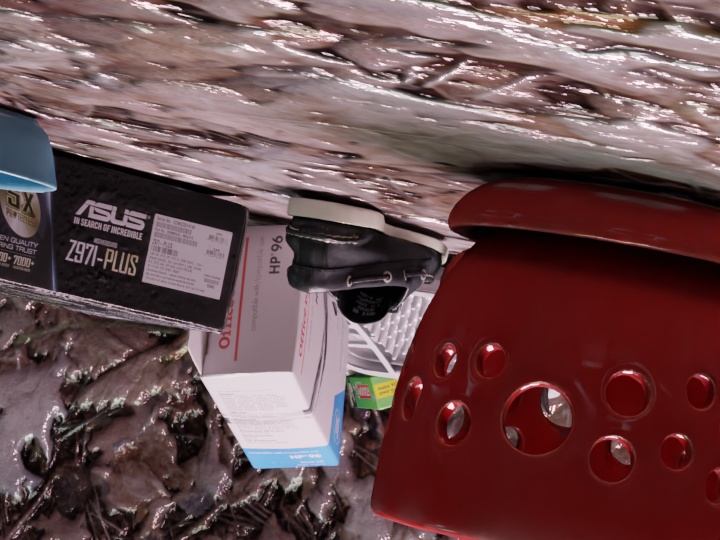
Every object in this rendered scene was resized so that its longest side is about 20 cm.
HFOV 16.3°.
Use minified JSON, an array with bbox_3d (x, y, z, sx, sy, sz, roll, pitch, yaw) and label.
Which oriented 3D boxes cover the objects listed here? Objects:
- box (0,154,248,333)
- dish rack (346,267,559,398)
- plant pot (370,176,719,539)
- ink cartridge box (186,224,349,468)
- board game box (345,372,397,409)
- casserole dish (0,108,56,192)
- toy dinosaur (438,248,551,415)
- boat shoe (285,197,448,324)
[{"bbox_3d":[-0.201,-0.024,1.617,0.200,0.086,0.164,14,174,-34],"label":"box"},{"bbox_3d":[0.044,0.033,1.852,0.200,0.044,0.172,8,156,29],"label":"dish rack"},{"bbox_3d":[0.117,0.054,1.262,0.200,0.183,0.200,10,175,1],"label":"plant pot"},{"bbox_3d":[-0.061,0.046,1.744,0.068,0.116,0.200,-2,153,11],"label":"ink cartridge box"},{"bbox_3d":[0.095,0.073,2.027,0.200,0.029,0.135,-15,179,-10],"label":"board game box"},{"bbox_3d":[-0.251,-0.079,1.355,0.121,0.039,0.200,6,174,44],"label":"casserole dish"},{"bbox_3d":[0.147,0.035,1.634,0.181,0.105,0.200,30,-163,24],"label":"toy dinosaur"},{"bbox_3d":[0.002,0.000,1.592,0.074,0.066,0.199,9,175,16],"label":"boat shoe"}]
